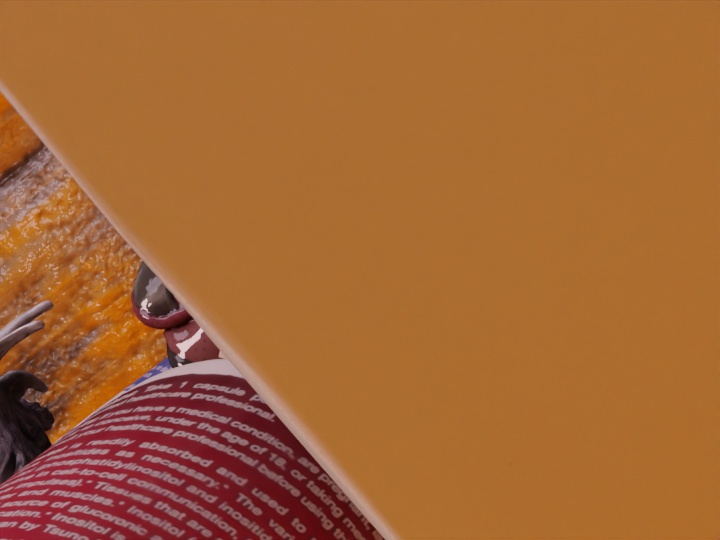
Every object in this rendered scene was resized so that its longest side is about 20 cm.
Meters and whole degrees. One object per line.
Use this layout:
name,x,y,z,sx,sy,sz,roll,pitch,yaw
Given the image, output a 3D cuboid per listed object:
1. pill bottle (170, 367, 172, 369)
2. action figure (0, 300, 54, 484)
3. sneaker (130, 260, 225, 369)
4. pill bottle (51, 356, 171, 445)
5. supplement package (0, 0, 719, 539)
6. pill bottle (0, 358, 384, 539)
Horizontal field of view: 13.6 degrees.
pill bottle,0.007,0.044,0.999,0.200,0.111,0.111,-37,1,-10
action figure,-0.146,0.110,1.016,0.102,0.201,0.119,2,10,-9
sneaker,0.000,0.000,0.905,0.116,0.076,0.200,-49,25,-18
pill bottle,-0.018,0.061,1.143,0.200,0.111,0.111,-37,1,-15
supplement package,0.042,-0.048,0.482,0.147,0.191,0.200,-37,19,8
pill bottle,-0.041,0.088,0.666,0.113,0.113,0.200,-36,2,36
